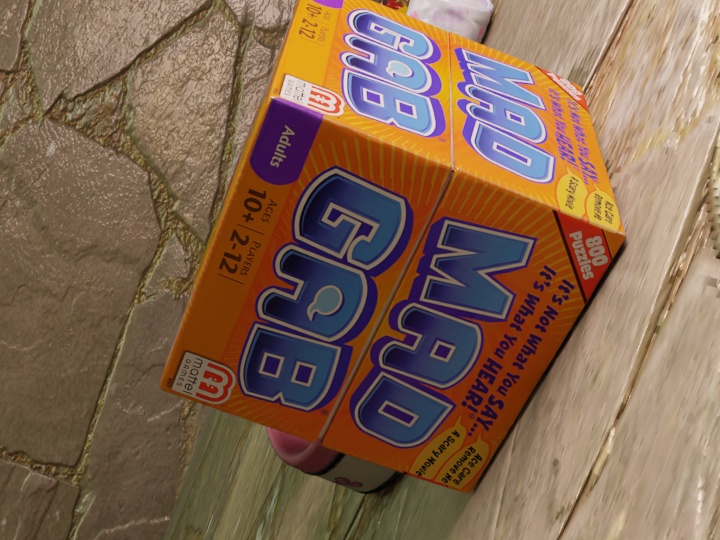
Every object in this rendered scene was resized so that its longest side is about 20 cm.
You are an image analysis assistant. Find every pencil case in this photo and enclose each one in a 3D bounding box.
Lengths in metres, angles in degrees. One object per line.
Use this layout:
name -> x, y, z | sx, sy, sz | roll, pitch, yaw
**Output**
pencil case -> 0.063, -0.208, 1.151 | 0.083, 0.091, 0.200 | -40, -25, -60

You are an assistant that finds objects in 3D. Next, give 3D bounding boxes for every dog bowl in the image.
dog bowl -> -0.017, 0.076, 0.885 | 0.200, 0.074, 0.201 | -33, 52, 57

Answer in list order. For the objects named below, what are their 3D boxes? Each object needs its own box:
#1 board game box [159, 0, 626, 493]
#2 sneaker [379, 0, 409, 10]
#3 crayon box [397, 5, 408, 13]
board game box -> 0.016, -0.027, 0.682 | 0.200, 0.199, 0.200 | -84, 16, -58
sneaker -> 0.051, -0.383, 1.729 | 0.090, 0.075, 0.200 | 110, -177, -71
crayon box -> 0.002, -0.242, 1.499 | 0.172, 0.058, 0.200 | -39, -17, -44
